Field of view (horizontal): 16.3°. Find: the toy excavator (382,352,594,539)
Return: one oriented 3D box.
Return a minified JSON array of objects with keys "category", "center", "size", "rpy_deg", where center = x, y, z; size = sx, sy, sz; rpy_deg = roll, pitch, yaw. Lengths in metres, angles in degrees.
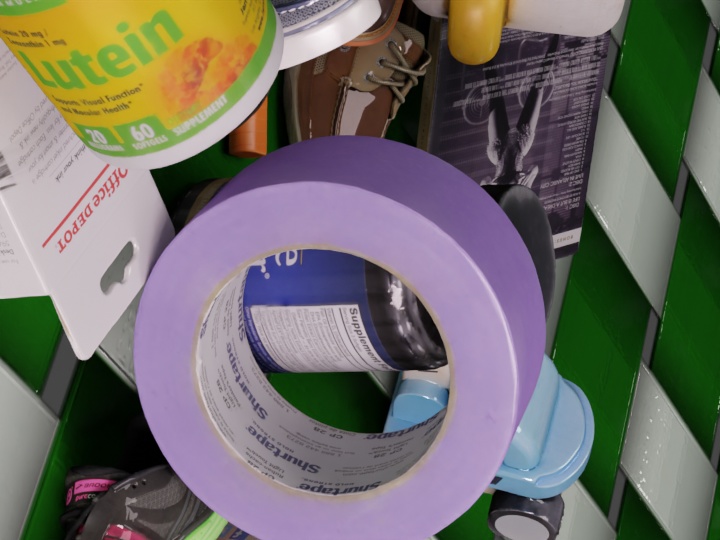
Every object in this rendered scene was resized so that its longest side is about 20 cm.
[{"category":"toy excavator","center":[0.054,0.065,1.559],"size":[0.200,0.194,0.100],"rpy_deg":[95,11,-56]}]

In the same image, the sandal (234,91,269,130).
[{"category":"sandal","center":[-0.084,-0.097,1.358],"size":[0.201,0.057,0.080],"rpy_deg":[-50,165,-44]}]

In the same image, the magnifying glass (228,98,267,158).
[{"category":"magnifying glass","center":[-0.065,-0.166,1.466],"size":[0.080,0.022,0.201],"rpy_deg":[11,76,-61]}]

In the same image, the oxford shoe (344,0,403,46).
[{"category":"oxford shoe","center":[-0.008,-0.228,1.493],"size":[0.073,0.071,0.201],"rpy_deg":[91,-4,-64]}]

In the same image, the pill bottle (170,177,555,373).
[{"category":"pill bottle","center":[0.000,0.000,1.379],"size":[0.112,0.199,0.112],"rpy_deg":[10,79,-61]}]

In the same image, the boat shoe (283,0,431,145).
[{"category":"boat shoe","center":[0.003,-0.132,1.529],"size":[0.076,0.072,0.201],"rpy_deg":[26,65,-58]}]

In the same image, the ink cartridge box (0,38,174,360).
[{"category":"ink cartridge box","center":[-0.172,-0.065,1.212],"size":[0.116,0.066,0.201],"rpy_deg":[-57,135,-47]}]

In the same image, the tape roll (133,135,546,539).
[{"category":"tape roll","center":[-0.009,0.038,1.280],"size":[0.085,0.199,0.201],"rpy_deg":[-55,135,-66]}]

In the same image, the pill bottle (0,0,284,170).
[{"category":"pill bottle","center":[-0.126,-0.149,1.122],"size":[0.200,0.111,0.111],"rpy_deg":[54,43,-40]}]

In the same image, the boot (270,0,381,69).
[{"category":"boot","center":[-0.084,-0.151,1.252],"size":[0.073,0.199,0.091],"rpy_deg":[-46,124,-39]}]

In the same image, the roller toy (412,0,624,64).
[{"category":"roller toy","center":[0.093,-0.231,1.466],"size":[0.183,0.139,0.201],"rpy_deg":[-75,172,-68]}]

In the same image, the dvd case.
[{"category":"dvd case","center":[0.095,-0.087,1.624],"size":[0.148,0.016,0.201],"rpy_deg":[-15,123,-35]}]

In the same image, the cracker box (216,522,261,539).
[{"category":"cracker box","center":[-0.074,0.220,1.343],"size":[0.200,0.058,0.134],"rpy_deg":[-46,128,-40]}]

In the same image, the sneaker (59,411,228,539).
[{"category":"sneaker","center":[-0.132,0.144,1.275],"size":[0.084,0.077,0.200],"rpy_deg":[58,32,-21]}]
